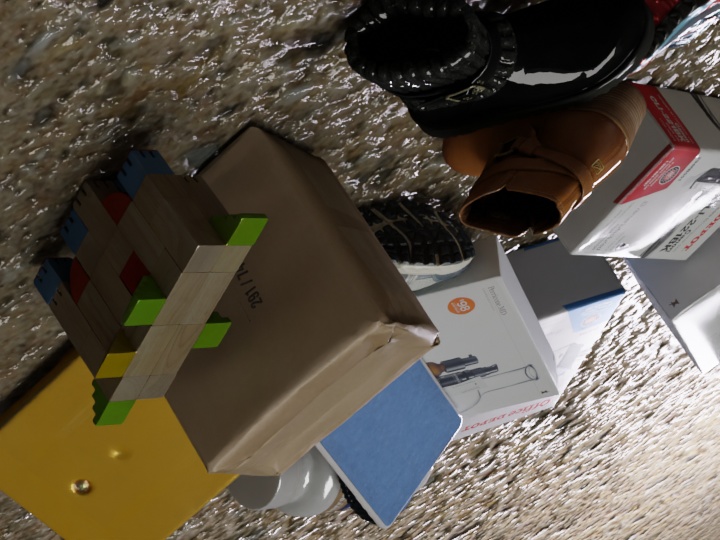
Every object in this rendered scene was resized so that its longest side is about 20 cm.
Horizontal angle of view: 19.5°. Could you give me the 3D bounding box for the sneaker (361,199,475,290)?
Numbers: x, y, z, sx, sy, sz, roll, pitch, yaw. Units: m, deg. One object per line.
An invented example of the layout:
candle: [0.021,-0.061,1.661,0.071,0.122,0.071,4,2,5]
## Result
sneaker: [0.000,0.000,1.763,0.199,0.078,0.087,-9,142,-23]

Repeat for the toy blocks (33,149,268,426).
toy blocks: [-0.162,-0.008,1.507,0.100,0.137,0.200,-1,134,-44]

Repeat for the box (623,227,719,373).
box: [0.333,0.005,2.096,0.097,0.125,0.200,-35,155,5]

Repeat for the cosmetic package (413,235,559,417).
cosmetic package: [0.081,0.059,1.878,0.150,0.052,0.200,-16,141,13]

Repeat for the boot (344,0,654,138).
boot: [0.105,-0.170,1.538,0.210,0.080,0.158,-23,157,12]

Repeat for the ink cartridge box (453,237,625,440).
ink cartridge box: [0.149,0.066,2.042,0.146,0.086,0.200,-16,149,-30]

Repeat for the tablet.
tablet: [0.019,0.131,1.839,0.130,0.014,0.200,-53,139,-17]

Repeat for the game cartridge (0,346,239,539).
game cartridge: [-0.197,0.143,1.729,0.200,0.032,0.176,-41,112,18]

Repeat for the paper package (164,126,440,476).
paper package: [-0.072,0.027,1.582,0.190,0.200,0.103,-41,154,16]

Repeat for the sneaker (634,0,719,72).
sneaker: [0.237,-0.196,1.679,0.199,0.079,0.096,-32,157,-1]

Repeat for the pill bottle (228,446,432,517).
pill bottle: [-0.031,0.175,1.999,0.199,0.111,0.111,-5,143,-45]

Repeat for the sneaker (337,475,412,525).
sneaker: [0.011,0.137,1.903,0.078,0.066,0.201,-48,137,-38]

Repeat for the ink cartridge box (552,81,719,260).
ink cartridge box: [0.270,-0.087,1.906,0.200,0.084,0.144,1,138,-51]

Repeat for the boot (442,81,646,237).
boot: [0.116,-0.075,1.625,0.199,0.077,0.155,-3,-145,39]
